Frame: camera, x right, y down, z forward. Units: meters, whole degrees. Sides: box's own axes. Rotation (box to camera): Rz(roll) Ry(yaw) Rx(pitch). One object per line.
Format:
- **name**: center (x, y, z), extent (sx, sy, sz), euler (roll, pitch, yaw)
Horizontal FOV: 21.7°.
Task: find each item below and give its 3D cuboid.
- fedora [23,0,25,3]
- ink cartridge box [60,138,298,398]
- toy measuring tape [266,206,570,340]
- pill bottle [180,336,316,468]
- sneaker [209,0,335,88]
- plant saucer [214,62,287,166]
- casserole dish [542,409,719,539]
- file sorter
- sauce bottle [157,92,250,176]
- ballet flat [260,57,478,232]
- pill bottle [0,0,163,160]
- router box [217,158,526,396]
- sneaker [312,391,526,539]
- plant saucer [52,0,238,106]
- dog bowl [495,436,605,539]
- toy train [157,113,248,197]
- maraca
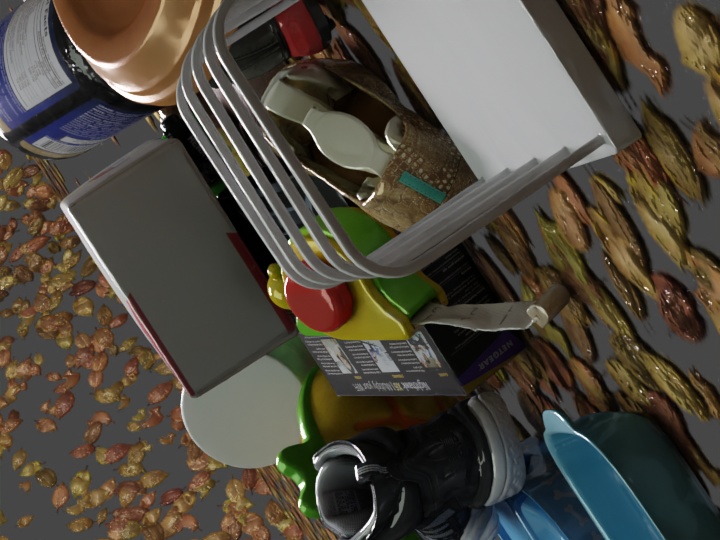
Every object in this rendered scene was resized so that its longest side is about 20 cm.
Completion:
- **fedora**: center (-0.201, -0.206, 1.427), extent (0.201, 0.091, 0.201), euler (54, 169, 15)
- **ink cartridge box**: center (-0.124, -0.006, 1.237), extent (0.145, 0.083, 0.200), euler (57, 173, -8)
- **toy measuring tape**: center (0.019, -0.001, 1.006), extent (0.200, 0.074, 0.074), euler (-3, 126, 44)
- **pill bottle**: center (-0.074, 0.061, 1.424), extent (0.114, 0.114, 0.200), euler (59, -164, -17)
- **sneaker**: center (-0.100, -0.169, 1.071), extent (0.200, 0.098, 0.071), euler (49, 170, 41)
- **plant saucer**: center (-0.056, -0.089, 1.298), extent (0.200, 0.034, 0.200), euler (53, 168, 15)
- **casserole dish**: center (0.167, 0.147, 0.989), extent (0.200, 0.039, 0.121), euler (56, 170, -2)
- **file sorter**: center (0.005, -0.073, 0.811), extent (0.139, 0.124, 0.200), euler (57, 170, -4)
- **sauce bottle**: center (-0.102, -0.077, 1.463), extent (0.066, 0.066, 0.200), euler (48, 168, 38)
- **ballet flat**: center (-0.012, -0.079, 1.009), extent (0.065, 0.071, 0.200), euler (26, -177, -40)
- **pill bottle**: center (-0.172, -0.150, 1.264), extent (0.200, 0.112, 0.112), euler (-20, 106, 51)
- **router box**: center (0.000, 0.000, 1.163), extent (0.157, 0.052, 0.200), euler (58, 158, -10)
- **sneaker**: center (0.026, 0.132, 1.134), extent (0.200, 0.114, 0.076), euler (108, 147, -66)
- **plant saucer**: center (-0.120, -0.186, 0.984), extent (0.200, 0.037, 0.201), euler (13, 106, 56)
- **dog bowl**: center (0.129, 0.159, 1.170), extent (0.112, 0.050, 0.200), euler (58, 170, -8)
- **toy train**: center (-0.073, -0.034, 1.340), extent (0.200, 0.042, 0.056), euler (49, -177, 11)
- **maraca**: center (0.013, 0.121, 1.288), extent (0.137, 0.107, 0.200), euler (31, -147, 1)
